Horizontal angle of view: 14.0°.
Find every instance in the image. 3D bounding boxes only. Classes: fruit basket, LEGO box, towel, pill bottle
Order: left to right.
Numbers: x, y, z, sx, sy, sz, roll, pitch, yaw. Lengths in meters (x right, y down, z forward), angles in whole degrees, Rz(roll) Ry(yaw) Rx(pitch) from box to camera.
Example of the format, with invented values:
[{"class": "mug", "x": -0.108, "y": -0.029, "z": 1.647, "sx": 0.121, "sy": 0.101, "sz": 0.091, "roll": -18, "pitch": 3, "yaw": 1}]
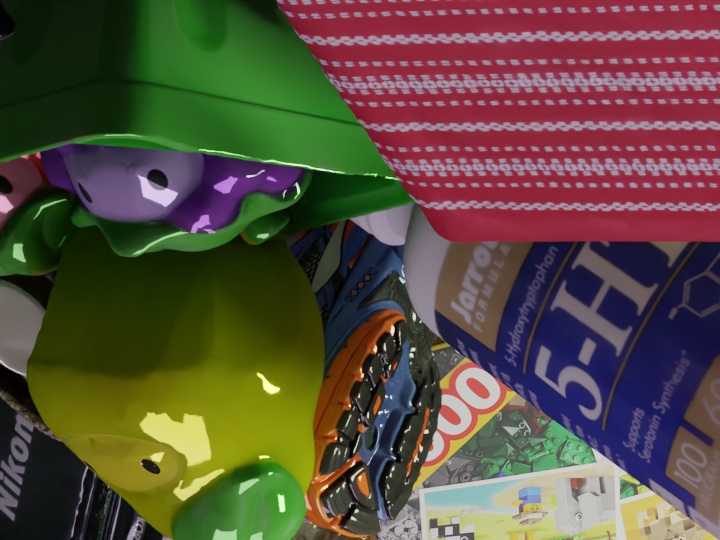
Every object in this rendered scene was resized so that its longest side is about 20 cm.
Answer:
[{"class": "fruit basket", "x": -0.079, "y": -0.007, "z": 0.937, "sx": 0.155, "sy": 0.216, "sz": 0.215, "roll": 9, "pitch": 167, "yaw": -41}, {"class": "towel", "x": 0.055, "y": -0.060, "z": 0.744, "sx": 0.144, "sy": 0.023, "sz": 0.200, "roll": 0, "pitch": 152, "yaw": 22}, {"class": "LEGO box", "x": 0.094, "y": 0.061, "z": 1.173, "sx": 0.200, "sy": 0.149, "sz": 0.077, "roll": -15, "pitch": -153, "yaw": -4}, {"class": "pill bottle", "x": 0.084, "y": -0.009, "z": 0.946, "sx": 0.200, "sy": 0.120, "sz": 0.120, "roll": 35, "pitch": -175, "yaw": 24}]

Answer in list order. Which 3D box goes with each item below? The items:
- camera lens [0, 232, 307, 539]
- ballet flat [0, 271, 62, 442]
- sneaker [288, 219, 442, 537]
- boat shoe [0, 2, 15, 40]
[{"class": "camera lens", "x": -0.082, "y": 0.048, "z": 1.224, "sx": 0.160, "sy": 0.160, "sz": 0.200, "roll": -6, "pitch": -167, "yaw": 36}, {"class": "ballet flat", "x": -0.152, "y": -0.011, "z": 1.054, "sx": 0.200, "sy": 0.068, "sz": 0.075, "roll": 45, "pitch": -179, "yaw": -14}, {"class": "sneaker", "x": 0.000, "y": 0.000, "z": 1.056, "sx": 0.078, "sy": 0.200, "sz": 0.075, "roll": 7, "pitch": 143, "yaw": 31}, {"class": "boat shoe", "x": -0.124, "y": -0.096, "z": 0.827, "sx": 0.200, "sy": 0.062, "sz": 0.075, "roll": -5, "pitch": 171, "yaw": 35}]
